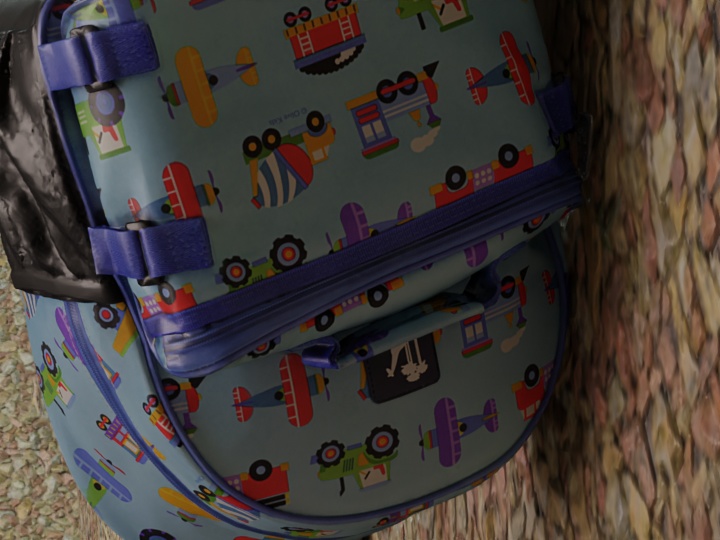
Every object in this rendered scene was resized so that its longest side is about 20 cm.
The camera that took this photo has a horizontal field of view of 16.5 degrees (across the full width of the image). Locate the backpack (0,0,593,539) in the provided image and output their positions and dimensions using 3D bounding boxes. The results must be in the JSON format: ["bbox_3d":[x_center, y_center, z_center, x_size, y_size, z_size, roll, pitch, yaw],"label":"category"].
[{"bbox_3d":[-0.016,-0.006,0.765,0.134,0.182,0.201,2,107,63],"label":"backpack"}]
